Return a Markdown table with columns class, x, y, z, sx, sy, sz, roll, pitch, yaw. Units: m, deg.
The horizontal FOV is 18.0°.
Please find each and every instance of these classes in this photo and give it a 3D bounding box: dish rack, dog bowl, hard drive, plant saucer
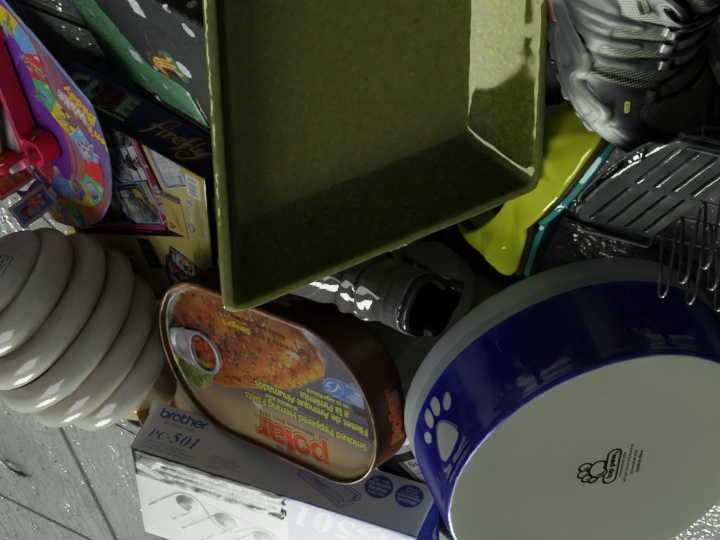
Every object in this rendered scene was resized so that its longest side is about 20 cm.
| class | x | y | z | sx | sy | sz | roll | pitch | yaw |
| --- | --- | --- | --- | --- | --- | --- | --- | --- | --- |
| dish rack | 0.214 | -0.013 | 1.161 | 0.200 | 0.055 | 0.153 | 13 | 159 | -13 |
| dog bowl | 0.131 | 0.090 | 1.340 | 0.200 | 0.200 | 0.079 | 65 | -179 | -48 |
| hard drive | -0.110 | -0.141 | 1.350 | 0.200 | 0.038 | 0.140 | 32 | 160 | 43 |
| plant saucer | 0.001 | -0.099 | 1.142 | 0.048 | 0.200 | 0.200 | 44 | 146 | 41 |

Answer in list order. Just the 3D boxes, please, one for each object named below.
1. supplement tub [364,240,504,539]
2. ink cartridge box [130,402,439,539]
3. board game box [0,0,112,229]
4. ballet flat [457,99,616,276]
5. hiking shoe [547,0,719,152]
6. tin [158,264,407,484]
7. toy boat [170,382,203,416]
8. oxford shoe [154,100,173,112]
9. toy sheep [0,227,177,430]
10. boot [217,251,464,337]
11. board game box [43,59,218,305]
| class | x | y | z | sx | sy | sz | roll | pitch | yaw |
| --- | --- | --- | --- | --- | --- | --- | --- | --- | --- |
| supplement tub | 0.071 | 0.091 | 1.484 | 0.140 | 0.140 | 0.200 | -2 | 137 | 52 |
| ink cartridge box | -0.048 | 0.156 | 1.479 | 0.200 | 0.044 | 0.094 | 16 | 140 | 15 |
| board game box | -0.238 | -0.106 | 1.459 | 0.200 | 0.039 | 0.158 | 49 | 151 | 8 |
| ballet flat | 0.094 | -0.053 | 1.289 | 0.067 | 0.067 | 0.200 | 34 | 157 | 4 |
| hiking shoe | 0.141 | -0.123 | 1.095 | 0.101 | 0.076 | 0.200 | 7 | 145 | 45 |
| tin | -0.049 | 0.063 | 1.411 | 0.200 | 0.042 | 0.112 | 21 | 126 | 42 |
| toy boat | -0.069 | 0.117 | 1.620 | 0.130 | 0.131 | 0.200 | 27 | -161 | 14 |
| oxford shoe | -0.074 | -0.037 | 1.513 | 0.200 | 0.071 | 0.075 | 43 | 151 | -20 |
| toy sheep | -0.199 | 0.035 | 1.491 | 0.200 | 0.138 | 0.138 | 34 | 157 | -28 |
| boot | 0.000 | 0.000 | 1.350 | 0.131 | 0.070 | 0.200 | 23 | -168 | 9 |
| board game box | -0.137 | -0.032 | 1.497 | 0.135 | 0.035 | 0.200 | 29 | 146 | 23 |
